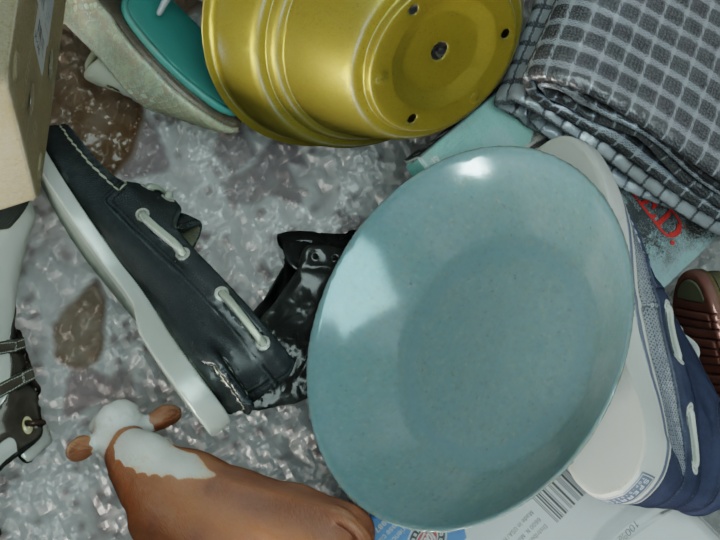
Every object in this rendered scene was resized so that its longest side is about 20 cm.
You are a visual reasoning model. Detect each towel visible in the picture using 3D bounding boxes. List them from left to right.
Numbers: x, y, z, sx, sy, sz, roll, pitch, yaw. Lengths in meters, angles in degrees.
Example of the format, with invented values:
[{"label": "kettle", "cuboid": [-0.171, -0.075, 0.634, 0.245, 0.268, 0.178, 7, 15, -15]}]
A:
[{"label": "towel", "cuboid": [0.191, -0.117, 1.120, 0.199, 0.086, 0.167, 28, 67, -13]}]

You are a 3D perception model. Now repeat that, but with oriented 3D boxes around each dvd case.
[{"label": "dvd case", "cuboid": [0.137, -0.059, 1.141, 0.200, 0.022, 0.146, -39, 94, -28]}]

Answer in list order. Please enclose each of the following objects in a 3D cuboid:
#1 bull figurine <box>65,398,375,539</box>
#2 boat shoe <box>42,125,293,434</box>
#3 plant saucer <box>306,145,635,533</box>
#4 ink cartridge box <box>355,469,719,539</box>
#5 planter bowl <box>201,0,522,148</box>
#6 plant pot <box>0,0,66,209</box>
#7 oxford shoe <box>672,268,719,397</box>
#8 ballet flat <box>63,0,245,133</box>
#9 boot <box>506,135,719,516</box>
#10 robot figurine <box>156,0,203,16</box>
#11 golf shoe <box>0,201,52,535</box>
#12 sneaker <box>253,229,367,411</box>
[{"label": "bull figurine", "cuboid": [-0.072, 0.141, 1.088, 0.065, 0.199, 0.122, -39, 133, -39]}, {"label": "boat shoe", "cuboid": [-0.108, -0.006, 1.091, 0.060, 0.076, 0.201, -34, 73, -7]}, {"label": "plant saucer", "cuboid": [0.061, 0.037, 1.044, 0.039, 0.200, 0.203, 29, 82, -48]}, {"label": "ink cartridge box", "cuboid": [0.109, 0.159, 1.120, 0.200, 0.086, 0.146, 44, 92, -4]}, {"label": "planter bowl", "cuboid": [0.023, -0.132, 1.075, 0.200, 0.201, 0.084, -35, 47, -8]}, {"label": "plant pot", "cuboid": [-0.241, -0.126, 1.007, 0.175, 0.200, 0.202, 5, 66, 0]}, {"label": "oxford shoe", "cuboid": [0.230, 0.085, 1.156, 0.073, 0.071, 0.202, -23, 104, -13]}, {"label": "ballet flat", "cuboid": [-0.143, -0.141, 1.132, 0.200, 0.067, 0.062, 48, 121, 0]}, {"label": "boot", "cuboid": [0.136, 0.032, 1.074, 0.090, 0.072, 0.202, 19, 56, -45]}, {"label": "robot figurine", "cuboid": [-0.038, -0.215, 1.115, 0.199, 0.113, 0.171, -28, 89, -8]}, {"label": "golf shoe", "cuboid": [-0.202, 0.053, 1.108, 0.094, 0.078, 0.202, 21, 92, -16]}, {"label": "sneaker", "cuboid": [0.000, 0.000, 1.135, 0.104, 0.060, 0.201, 29, 87, -9]}]
